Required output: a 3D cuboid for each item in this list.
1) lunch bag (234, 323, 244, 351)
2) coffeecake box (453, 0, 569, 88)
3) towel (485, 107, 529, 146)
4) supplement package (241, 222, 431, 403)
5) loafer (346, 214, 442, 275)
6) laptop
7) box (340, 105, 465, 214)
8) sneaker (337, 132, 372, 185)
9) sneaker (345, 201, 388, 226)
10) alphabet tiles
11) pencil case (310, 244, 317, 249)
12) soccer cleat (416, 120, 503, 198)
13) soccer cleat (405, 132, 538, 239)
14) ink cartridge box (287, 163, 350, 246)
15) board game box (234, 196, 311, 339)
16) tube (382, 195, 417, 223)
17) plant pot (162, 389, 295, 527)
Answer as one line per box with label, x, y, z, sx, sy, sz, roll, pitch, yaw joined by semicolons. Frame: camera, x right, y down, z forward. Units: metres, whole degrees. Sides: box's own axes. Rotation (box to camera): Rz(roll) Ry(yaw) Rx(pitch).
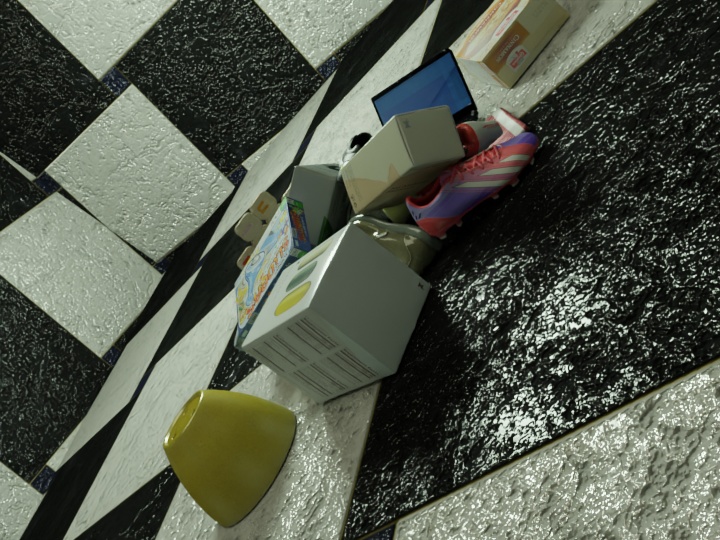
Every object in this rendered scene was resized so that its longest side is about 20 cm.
lunch bag;-0.134;0.053;1.498;0.201;0.126;0.170;-60;13;10
coffeecake box;0.255;-0.407;1.442;0.154;0.073;0.200;-50;18;7
towel;0.169;-0.159;1.272;0.200;0.023;0.144;-49;18;13
supplement package;-0.036;0.065;1.156;0.200;0.150;0.153;-31;27;51
loafer;0.037;-0.035;1.246;0.199;0.075;0.070;12;73;55
laptop;0.094;-0.240;1.365;0.176;0.103;0.201;-28;28;33
box;0.056;-0.156;1.194;0.094;0.078;0.200;-15;-8;-25
sneaker;0.007;-0.192;1.400;0.200;0.071;0.083;-89;19;-72
sneaker;0.049;-0.138;1.447;0.115;0.076;0.201;-35;19;50
alphabet tiles;-0.138;-0.058;1.589;0.196;0.199;0.015;-56;23;-7
pencil case;-0.092;0.064;1.336;0.092;0.085;0.202;-21;54;54
soccer cleat;0.139;-0.161;1.232;0.085;0.069;0.200;-21;-13;-27
soccer cleat;0.153;-0.127;1.134;0.200;0.076;0.067;-40;19;15
ink cartridge box;-0.061;-0.112;1.488;0.200;0.082;0.148;-23;-51;-70
board game box;-0.145;-0.001;1.346;0.201;0.034;0.136;-56;29;29
tube;0.116;-0.161;1.379;0.200;0.052;0.058;-45;57;7
plant pot;-0.214;0.263;1.260;0.200;0.142;0.201;-47;18;21
